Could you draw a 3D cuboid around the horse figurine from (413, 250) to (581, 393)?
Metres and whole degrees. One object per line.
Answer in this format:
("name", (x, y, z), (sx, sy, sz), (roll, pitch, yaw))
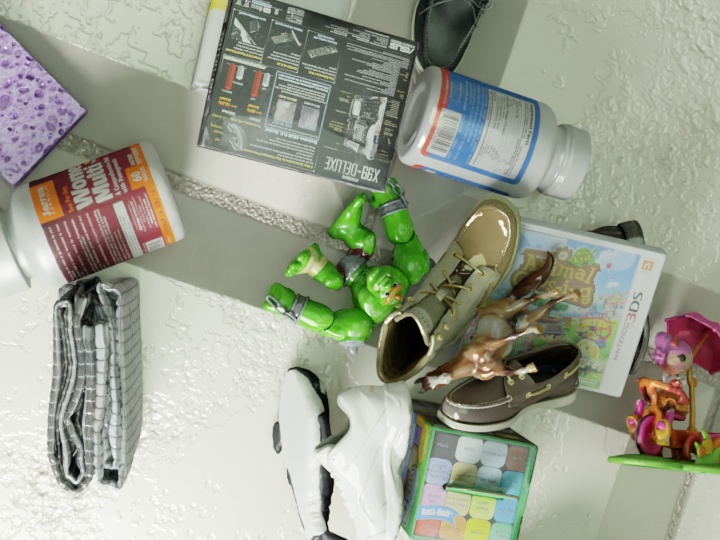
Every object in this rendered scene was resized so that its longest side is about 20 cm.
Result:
("horse figurine", (0.155, 0.063, 1.121), (0.050, 0.132, 0.200), (53, 45, -16))

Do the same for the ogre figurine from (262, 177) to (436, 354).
("ogre figurine", (0.000, 0.000, 1.166), (0.120, 0.098, 0.200), (43, 56, 1))

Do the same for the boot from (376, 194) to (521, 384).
("boot", (0.093, 0.022, 1.123), (0.072, 0.154, 0.201), (35, 119, 15))

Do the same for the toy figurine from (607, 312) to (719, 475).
("toy figurine", (0.371, 0.140, 1.237), (0.198, 0.149, 0.187), (12, 79, -36))

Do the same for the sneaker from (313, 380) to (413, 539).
("sneaker", (-0.001, 0.210, 1.103), (0.098, 0.078, 0.203), (5, 96, -1))

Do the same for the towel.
("towel", (-0.272, 0.107, 1.076), (0.084, 0.166, 0.203), (-1, 94, -6))

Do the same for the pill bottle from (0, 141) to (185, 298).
("pill bottle", (-0.289, -0.050, 1.087), (0.198, 0.110, 0.111), (-21, 99, -10))

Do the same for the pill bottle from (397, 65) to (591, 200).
("pill bottle", (0.150, -0.145, 1.177), (0.198, 0.112, 0.114), (16, 91, -14))

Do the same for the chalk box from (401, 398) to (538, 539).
("chalk box", (0.108, 0.226, 1.149), (0.123, 0.200, 0.125), (13, 93, -12))

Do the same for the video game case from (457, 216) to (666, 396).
("video game case", (0.225, 0.041, 1.202), (0.197, 0.022, 0.184), (13, 111, 1))

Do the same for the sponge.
("sponge", (-0.392, -0.197, 1.094), (0.112, 0.030, 0.200), (-45, 102, -6))

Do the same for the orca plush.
("orca plush", (-0.036, 0.206, 1.168), (0.070, 0.105, 0.202), (2, 58, -38))

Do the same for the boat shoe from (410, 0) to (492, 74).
("boat shoe", (0.110, -0.311, 1.181), (0.074, 0.062, 0.202), (20, 91, -15))

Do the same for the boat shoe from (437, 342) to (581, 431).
("boat shoe", (0.165, 0.123, 1.144), (0.198, 0.072, 0.060), (-9, 121, -36))

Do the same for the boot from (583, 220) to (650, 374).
("boot", (0.245, 0.031, 1.242), (0.172, 0.069, 0.203), (-6, 100, -3))

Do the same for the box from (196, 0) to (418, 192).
("box", (-0.053, -0.179, 1.075), (0.198, 0.050, 0.160), (12, 92, -15))

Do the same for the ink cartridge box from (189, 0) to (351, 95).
("ink cartridge box", (-0.091, -0.271, 1.127), (0.143, 0.083, 0.203), (13, 91, -14))
